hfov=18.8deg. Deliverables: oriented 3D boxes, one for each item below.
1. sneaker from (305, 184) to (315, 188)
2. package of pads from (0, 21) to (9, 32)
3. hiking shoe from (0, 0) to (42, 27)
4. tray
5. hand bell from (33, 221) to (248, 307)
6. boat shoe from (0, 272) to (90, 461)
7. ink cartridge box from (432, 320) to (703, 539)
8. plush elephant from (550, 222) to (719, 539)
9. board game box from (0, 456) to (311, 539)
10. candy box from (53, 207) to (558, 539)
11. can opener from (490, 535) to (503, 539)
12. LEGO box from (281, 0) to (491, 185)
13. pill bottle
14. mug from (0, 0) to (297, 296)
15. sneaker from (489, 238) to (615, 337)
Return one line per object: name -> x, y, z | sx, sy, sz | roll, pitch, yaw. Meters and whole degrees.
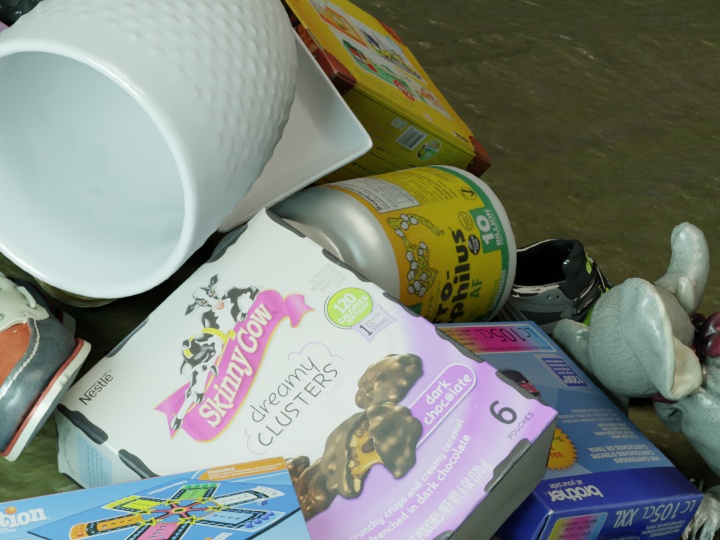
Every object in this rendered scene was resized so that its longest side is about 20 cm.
sneaker -> -0.080, -0.078, 1.448 | 0.199, 0.077, 0.078 | -3, 36, -47
package of pads -> -0.264, -0.098, 1.321 | 0.120, 0.076, 0.200 | 27, 27, 2
hiking shoe -> -0.231, -0.180, 1.477 | 0.200, 0.076, 0.100 | 28, 16, 36
tray -> -0.082, -0.113, 1.322 | 0.107, 0.022, 0.200 | -30, 58, -6
hand bell -> -0.111, -0.027, 1.349 | 0.104, 0.104, 0.200 | 39, 16, 25
boat shoe -> -0.181, 0.041, 1.103 | 0.063, 0.071, 0.200 | 39, 3, -14
ink cartridge box -> 0.100, 0.118, 1.255 | 0.136, 0.077, 0.200 | -1, 39, -43
plush elephant -> 0.204, 0.049, 1.328 | 0.155, 0.165, 0.200 | 47, 65, -11
board game box -> -0.121, 0.139, 0.994 | 0.199, 0.020, 0.103 | -8, 37, -11
candy box -> -0.029, 0.088, 1.113 | 0.200, 0.072, 0.168 | 35, 60, 19
can opener -> 0.056, 0.166, 1.150 | 0.199, 0.053, 0.066 | 28, 27, 4
LEGO box -> -0.022, -0.122, 1.439 | 0.200, 0.077, 0.149 | 25, 26, -53
pill bottle -> 0.000, 0.000, 1.336 | 0.113, 0.113, 0.200 | 39, 29, 25
mug -> -0.135, -0.090, 1.173 | 0.199, 0.148, 0.175 | -8, 27, 32
sneaker -> 0.146, 0.025, 1.454 | 0.199, 0.083, 0.071 | 18, 27, -16
